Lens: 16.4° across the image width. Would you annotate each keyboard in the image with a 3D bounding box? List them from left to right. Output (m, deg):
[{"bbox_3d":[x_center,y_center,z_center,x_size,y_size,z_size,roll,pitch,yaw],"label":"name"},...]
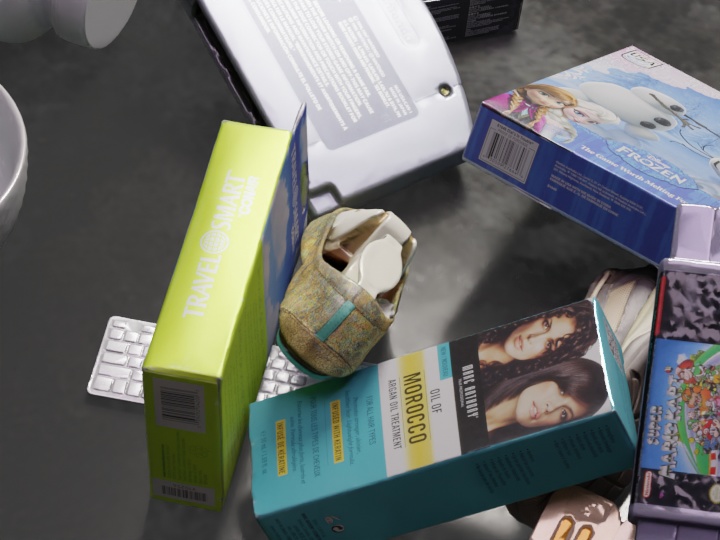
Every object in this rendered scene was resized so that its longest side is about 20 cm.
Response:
[{"bbox_3d":[-0.051,0.066,1.410,0.200,0.011,0.056,10,46,5],"label":"keyboard"}]

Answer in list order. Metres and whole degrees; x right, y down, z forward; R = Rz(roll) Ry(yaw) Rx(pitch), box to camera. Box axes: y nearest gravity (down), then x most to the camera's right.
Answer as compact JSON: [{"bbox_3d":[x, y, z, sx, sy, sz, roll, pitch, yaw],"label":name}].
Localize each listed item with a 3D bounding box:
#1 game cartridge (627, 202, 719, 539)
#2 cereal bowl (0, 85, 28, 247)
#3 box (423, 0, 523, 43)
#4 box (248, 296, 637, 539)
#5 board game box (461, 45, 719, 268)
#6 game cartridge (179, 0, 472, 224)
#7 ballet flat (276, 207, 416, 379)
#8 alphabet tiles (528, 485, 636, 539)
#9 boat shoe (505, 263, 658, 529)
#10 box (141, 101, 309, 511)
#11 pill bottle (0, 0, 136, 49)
[{"bbox_3d":[0.207,0.068,1.265,0.129,0.038,0.200,7,76,6],"label":"game cartridge"},{"bbox_3d":[-0.291,-0.043,1.441,0.200,0.083,0.200,3,46,-3],"label":"cereal bowl"},{"bbox_3d":[-0.013,-0.208,1.652,0.200,0.049,0.161,-12,53,-16],"label":"box"},{"bbox_3d":[0.042,0.086,1.318,0.200,0.049,0.082,-18,45,13],"label":"box"},{"bbox_3d":[0.194,-0.058,1.483,0.200,0.043,0.199,30,27,22],"label":"board game box"},{"bbox_3d":[-0.018,-0.135,1.548,0.133,0.042,0.200,-21,71,-24],"label":"game cartridge"},{"bbox_3d":[0.000,0.000,1.393,0.071,0.071,0.200,10,20,4],"label":"ballet flat"},{"bbox_3d":[0.170,0.188,1.274,0.200,0.015,0.196,23,68,16],"label":"alphabet tiles"},{"bbox_3d":[0.125,0.069,1.393,0.073,0.075,0.200,12,42,31],"label":"boat shoe"},{"bbox_3d":[-0.072,0.015,1.367,0.048,0.122,0.200,10,51,6],"label":"box"},{"bbox_3d":[-0.242,-0.210,1.588,0.200,0.112,0.112,22,48,15],"label":"pill bottle"}]
